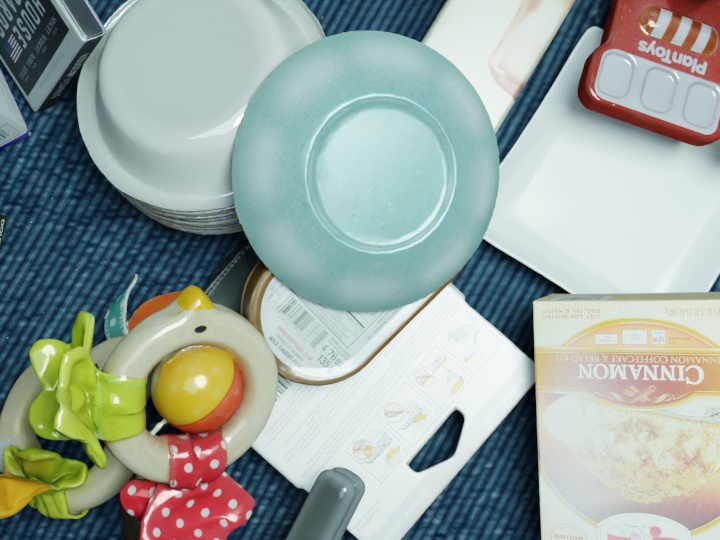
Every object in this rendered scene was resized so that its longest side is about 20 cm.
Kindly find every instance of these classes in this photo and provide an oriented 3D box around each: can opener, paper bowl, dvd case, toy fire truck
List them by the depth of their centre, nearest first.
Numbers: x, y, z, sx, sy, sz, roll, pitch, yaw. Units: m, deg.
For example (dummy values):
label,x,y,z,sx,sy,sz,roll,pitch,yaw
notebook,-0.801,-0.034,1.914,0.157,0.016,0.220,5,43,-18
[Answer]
label,x,y,z,sx,sy,sz,roll,pitch,yaw
can opener,-0.045,0.244,0.724,0.066,0.053,0.201,23,88,15
dvd case,-0.273,-0.233,0.732,0.025,0.150,0.201,-35,97,-32
paper bowl,-0.117,-0.136,0.741,0.199,0.104,0.202,-1,74,5
toy fire truck,0.280,-0.173,0.763,0.199,0.112,0.169,19,83,-7

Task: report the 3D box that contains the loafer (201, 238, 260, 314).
label,x,y,z,sx,sy,sz,roll,pitch,yaw
loafer,-0.059,-0.012,0.771,0.200,0.070,0.068,-42,88,-4

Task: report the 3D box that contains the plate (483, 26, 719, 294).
label,x,y,z,sx,sy,sz,roll,pitch,yaw
plate,0.217,-0.065,0.803,0.199,0.032,0.200,33,84,1

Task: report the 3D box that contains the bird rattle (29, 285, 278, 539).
label,x,y,z,sx,sy,sz,roll,pitch,yaw
bird rattle,-0.124,0.104,0.671,0.163,0.113,0.200,-44,116,-6

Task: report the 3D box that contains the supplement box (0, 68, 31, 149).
label,x,y,z,sx,sy,sz,roll,pitch,yaw
supplement box,-0.333,-0.143,0.707,0.101,0.200,0.104,-26,87,-4

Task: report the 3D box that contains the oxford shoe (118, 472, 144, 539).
label,x,y,z,sx,sy,sz,roll,pitch,yaw
oxford shoe,-0.140,0.235,0.744,0.072,0.084,0.201,-21,83,1

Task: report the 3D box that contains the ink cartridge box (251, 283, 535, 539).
label,x,y,z,sx,sy,sz,roll,pitch,yaw
ink cartridge box,0.015,0.094,0.779,0.176,0.045,0.200,42,86,1

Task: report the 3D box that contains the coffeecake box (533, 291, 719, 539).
label,x,y,z,sx,sy,sz,roll,pitch,yaw
coffeecake box,0.214,0.119,0.728,0.153,0.073,0.201,-2,93,24

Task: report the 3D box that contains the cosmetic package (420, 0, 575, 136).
label,x,y,z,sx,sy,sz,roll,pitch,yaw
cosmetic package,0.114,-0.203,0.775,0.087,0.103,0.201,32,87,-2

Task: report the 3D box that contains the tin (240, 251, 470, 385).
label,x,y,z,sx,sy,sz,roll,pitch,yaw
tin,0.000,0.000,0.731,0.200,0.042,0.112,-45,110,-4

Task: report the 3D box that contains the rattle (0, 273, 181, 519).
label,x,y,z,sx,sy,sz,roll,pitch,yaw
rattle,-0.221,0.083,0.723,0.130,0.143,0.200,39,95,37

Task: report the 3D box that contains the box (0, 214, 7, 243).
label,x,y,z,sx,sy,sz,roll,pitch,yaw
box,-0.356,0.004,0.695,0.124,0.200,0.149,14,85,-2

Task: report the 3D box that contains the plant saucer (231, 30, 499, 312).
label,x,y,z,sx,sy,sz,roll,pitch,yaw
plant saucer,0.011,-0.067,0.685,0.200,0.039,0.202,-2,98,-14
